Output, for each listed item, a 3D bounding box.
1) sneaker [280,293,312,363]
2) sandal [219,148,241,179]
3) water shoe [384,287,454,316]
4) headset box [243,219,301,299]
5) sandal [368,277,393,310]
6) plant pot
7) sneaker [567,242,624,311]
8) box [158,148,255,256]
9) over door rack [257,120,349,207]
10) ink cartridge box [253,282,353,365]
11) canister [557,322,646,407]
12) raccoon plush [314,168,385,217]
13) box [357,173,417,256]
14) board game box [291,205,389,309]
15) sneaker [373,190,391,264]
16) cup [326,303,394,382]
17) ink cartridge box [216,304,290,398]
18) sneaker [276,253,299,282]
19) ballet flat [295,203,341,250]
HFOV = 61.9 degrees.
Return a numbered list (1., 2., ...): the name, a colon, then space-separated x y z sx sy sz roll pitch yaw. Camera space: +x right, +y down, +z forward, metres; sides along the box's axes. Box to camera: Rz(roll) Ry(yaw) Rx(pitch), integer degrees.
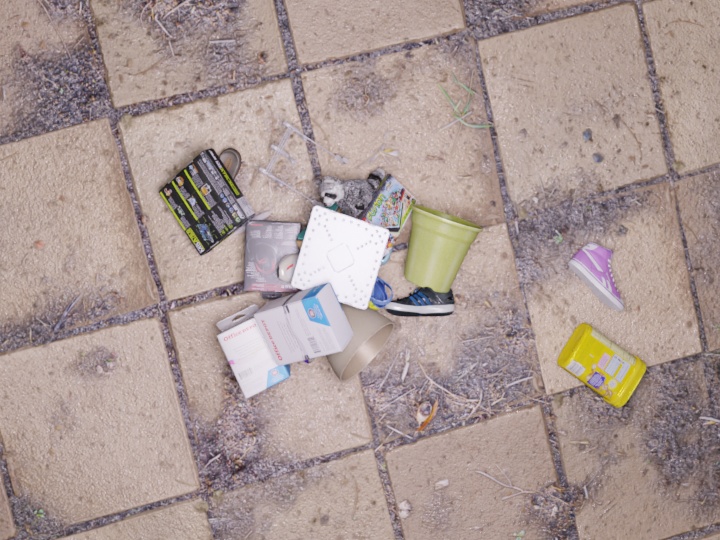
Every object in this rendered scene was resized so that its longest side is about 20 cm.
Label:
1. sneaker: -0.168 0.149 1.584 0.097 0.070 0.205 3 117 22
2. sandal: -0.363 -0.219 1.559 0.080 0.055 0.204 23 95 -5
3. water shoe: 0.157 0.081 1.622 0.194 0.072 0.081 3 74 -11
4. headset box: -0.229 -0.027 1.570 0.144 0.075 0.206 2 92 -5
5. sandal: 0.019 0.022 1.523 0.200 0.086 0.080 46 69 -25
6. plant pot: 0.196 -0.052 1.561 0.196 0.201 0.189 17 102 -5
7. sneaker: 0.680 0.011 1.655 0.114 0.073 0.201 -44 95 -5
8. box: -0.391 -0.171 1.524 0.191 0.047 0.202 -32 94 29
9. over door rack: -0.151 -0.273 1.573 0.197 0.067 0.150 29 89 -11
10. ink cartridge box: -0.137 0.132 1.444 0.196 0.086 0.149 -16 107 31
11. canister: 0.662 0.258 1.657 0.198 0.087 0.150 34 89 -4
12. raccoon plush: -0.033 -0.227 1.553 0.134 0.096 0.202 43 47 -16
13. box: 0.065 -0.144 1.550 0.110 0.035 0.202 40 54 -14
14. board game box: -0.049 -0.031 1.462 0.195 0.026 0.205 17 94 -5
15. sneaker: 0.057 -0.116 1.588 0.072 0.082 0.206 -7 93 -5
16. cup: -0.028 0.164 1.555 0.143 0.200 0.201 42 89 19
17. ink cartridge box: -0.276 0.199 1.552 0.126 0.125 0.204 -23 95 -4
18. sneaker: -0.117 -0.006 1.518 0.197 0.092 0.072 -3 95 -45
19. ballet flat: -0.103 -0.108 1.555 0.067 0.201 0.064 5 129 33
